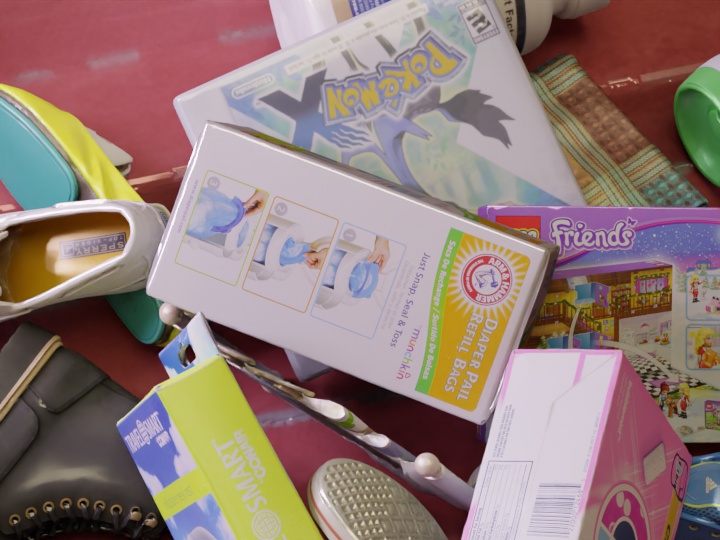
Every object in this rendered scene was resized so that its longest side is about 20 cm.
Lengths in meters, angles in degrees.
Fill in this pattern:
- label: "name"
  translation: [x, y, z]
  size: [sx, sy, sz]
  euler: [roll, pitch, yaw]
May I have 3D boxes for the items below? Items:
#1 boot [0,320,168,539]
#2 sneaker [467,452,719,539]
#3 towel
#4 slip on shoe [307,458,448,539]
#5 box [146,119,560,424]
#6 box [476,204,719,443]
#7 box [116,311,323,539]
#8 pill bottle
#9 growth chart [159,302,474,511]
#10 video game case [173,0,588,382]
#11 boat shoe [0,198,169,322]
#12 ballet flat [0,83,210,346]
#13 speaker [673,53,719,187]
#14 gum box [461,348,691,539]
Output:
- label: "boot"
  translation: [-0.174, 0.138, 1.369]
  size: [0.138, 0.077, 0.200]
  euler: [28, 66, 2]
- label: "sneaker"
  translation: [0.161, 0.123, 1.380]
  size: [0.199, 0.105, 0.076]
  euler: [8, 61, 0]
- label: "towel"
  translation: [0.095, -0.038, 1.511]
  size: [0.200, 0.022, 0.147]
  euler: [-34, 70, -20]
- label: "slip on shoe"
  translation: [0.030, 0.185, 1.314]
  size: [0.200, 0.061, 0.074]
  euler: [53, 31, -18]
- label: "box"
  translation: [0.000, 0.000, 1.360]
  size: [0.199, 0.112, 0.102]
  euler: [21, 94, 8]
- label: "box"
  translation: [0.167, 0.031, 1.434]
  size: [0.199, 0.039, 0.137]
  euler: [1, 89, -6]
- label: "box"
  translation: [-0.067, 0.130, 1.317]
  size: [0.048, 0.122, 0.200]
  euler: [-27, 86, -20]
- label: "pill bottle"
  translation: [0.051, -0.176, 1.531]
  size: [0.199, 0.111, 0.111]
  euler: [-17, 64, -13]
- label: "growth chart"
  translation: [-0.014, 0.081, 1.360]
  size: [0.200, 0.145, 0.018]
  euler: [29, 84, 27]
- label: "video game case"
  translation: [0.017, -0.058, 1.449]
  size: [0.199, 0.022, 0.183]
  euler: [-25, 91, -9]
- label: "boat shoe"
  translation: [-0.208, -0.001, 1.408]
  size: [0.199, 0.070, 0.071]
  euler: [-10, 81, 13]
- label: "ballet flat"
  translation: [-0.153, -0.038, 1.476]
  size: [0.067, 0.067, 0.200]
  euler: [-25, 67, -40]
- label: "speaker"
  translation: [0.296, -0.124, 1.537]
  size: [0.200, 0.089, 0.089]
  euler: [-27, 67, -17]
- label: "gum box"
  translation: [0.105, 0.154, 1.269]
  size: [0.066, 0.114, 0.201]
  euler: [-1, 56, 30]
